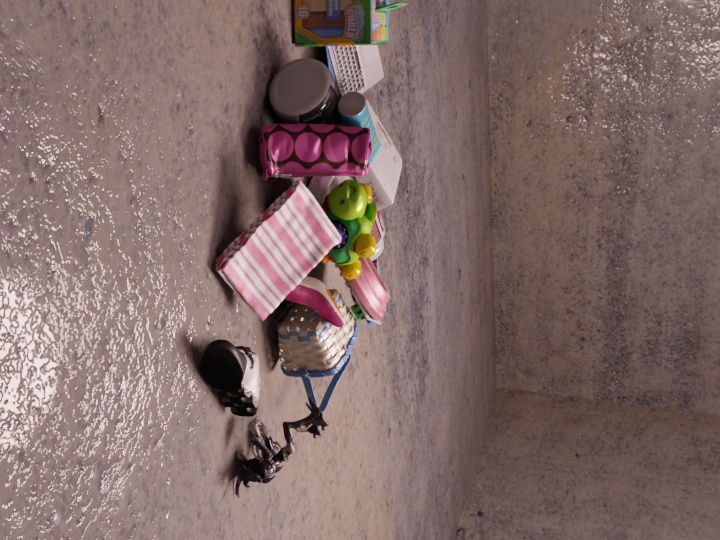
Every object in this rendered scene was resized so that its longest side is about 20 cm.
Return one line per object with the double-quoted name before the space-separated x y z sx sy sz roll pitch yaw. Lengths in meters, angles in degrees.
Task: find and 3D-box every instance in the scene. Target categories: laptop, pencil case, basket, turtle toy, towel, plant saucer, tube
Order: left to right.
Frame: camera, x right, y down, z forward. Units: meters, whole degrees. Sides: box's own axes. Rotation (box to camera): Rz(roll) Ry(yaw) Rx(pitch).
"towel" -0.129 -0.030 1.435 0.200 0.030 0.147 -45 131 -9
"pencil case" -0.076 -0.200 1.502 0.091 0.196 0.095 104 -20 -59
"basket" -0.075 0.145 1.673 0.177 0.137 0.202 -62 140 -49
"turtle toy" -0.029 -0.086 1.551 0.201 0.099 0.148 124 -33 -53
"laptop" -0.005 -0.399 1.791 0.199 0.116 0.189 -39 142 -19
"plant saucer" 0.000 0.000 1.714 0.202 0.050 0.201 58 4 -7
"tube" 0.002 -0.249 1.599 0.078 0.050 0.200 -56 159 -12

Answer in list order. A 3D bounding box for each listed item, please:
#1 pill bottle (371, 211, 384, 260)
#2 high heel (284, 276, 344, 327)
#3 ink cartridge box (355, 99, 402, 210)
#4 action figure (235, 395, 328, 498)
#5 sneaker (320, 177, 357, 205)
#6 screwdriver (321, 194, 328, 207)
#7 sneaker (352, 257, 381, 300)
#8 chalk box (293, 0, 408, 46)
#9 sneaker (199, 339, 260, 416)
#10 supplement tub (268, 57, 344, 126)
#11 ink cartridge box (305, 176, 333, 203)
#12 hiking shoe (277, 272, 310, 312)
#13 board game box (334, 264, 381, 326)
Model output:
"pill bottle" -0.011 -0.106 1.863 0.201 0.111 0.115 68 32 -54
"high heel" -0.109 0.052 1.540 0.200 0.095 0.068 50 7 -39
"ink cartridge box" 0.022 -0.240 1.792 0.161 0.047 0.201 56 24 -24
"action figure" -0.157 0.302 1.532 0.199 0.103 0.119 -37 175 -16
"sneaker" -0.042 -0.187 1.736 0.075 0.087 0.204 -171 -104 -78
"screwdriver" -0.081 -0.111 1.664 0.200 0.029 0.028 112 3 -71
"sneaker" 0.023 -0.008 2.046 0.096 0.078 0.203 -70 162 -55
"chalk box" -0.013 -0.480 1.625 0.124 0.196 0.126 -34 126 -67
"sneaker" -0.204 0.150 1.408 0.201 0.073 0.090 82 16 -55
"supplement tub" -0.080 -0.280 1.592 0.200 0.120 0.125 57 42 -63
"ink cartridge box" -0.096 -0.126 1.624 0.201 0.039 0.100 123 -10 -49
"hiking shoe" -0.130 -0.027 1.572 0.101 0.074 0.203 -62 152 -57
"board game box" -0.028 0.020 1.762 0.202 0.026 0.200 61 4 10
